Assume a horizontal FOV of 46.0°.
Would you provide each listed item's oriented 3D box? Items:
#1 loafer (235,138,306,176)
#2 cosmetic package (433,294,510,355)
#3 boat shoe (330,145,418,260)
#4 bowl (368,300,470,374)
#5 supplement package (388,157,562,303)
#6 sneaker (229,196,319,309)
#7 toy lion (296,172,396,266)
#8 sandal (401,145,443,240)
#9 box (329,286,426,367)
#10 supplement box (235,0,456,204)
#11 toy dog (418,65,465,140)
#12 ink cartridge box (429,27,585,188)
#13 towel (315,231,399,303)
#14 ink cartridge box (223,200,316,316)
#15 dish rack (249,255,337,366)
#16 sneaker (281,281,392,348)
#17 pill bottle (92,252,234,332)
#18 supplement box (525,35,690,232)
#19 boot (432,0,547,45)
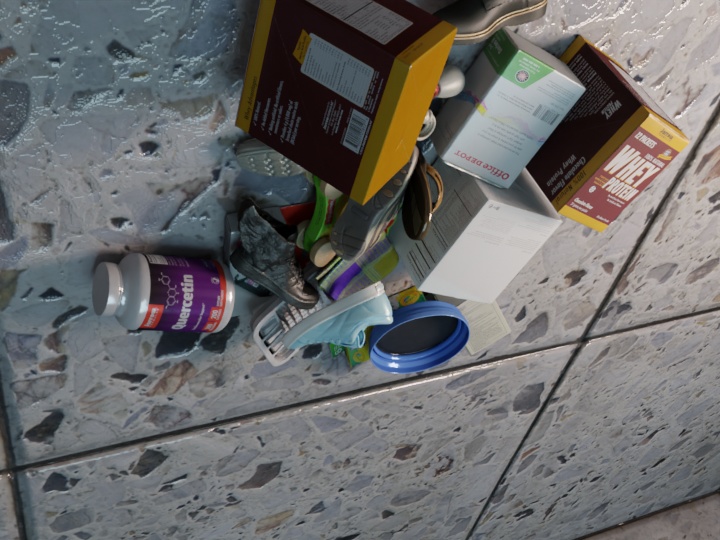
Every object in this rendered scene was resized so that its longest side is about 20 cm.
[{"bbox_3d":[-0.080,-0.181,1.209,0.195,0.071,0.070,-6,154,-2],"label":"loafer"},{"bbox_3d":[0.222,0.079,1.692,0.102,0.074,0.201,-30,143,4],"label":"cosmetic package"},{"bbox_3d":[0.024,-0.108,1.265,0.202,0.074,0.073,-56,164,17],"label":"boat shoe"},{"bbox_3d":[0.108,0.126,1.604,0.196,0.040,0.202,-11,144,-8],"label":"bowl"},{"bbox_3d":[0.187,-0.075,1.428,0.189,0.148,0.201,11,129,-39],"label":"supplement package"},{"bbox_3d":[-0.119,-0.022,1.288,0.198,0.060,0.105,31,111,-29],"label":"sneaker"},{"bbox_3d":[-0.009,-0.103,1.334,0.189,0.069,0.203,-22,139,-35],"label":"toy lion"},{"bbox_3d":[0.095,-0.120,1.275,0.053,0.202,0.083,12,123,-10],"label":"sandal"},{"bbox_3d":[0.033,0.113,1.636,0.196,0.049,0.118,-20,142,-8],"label":"box"},{"bbox_3d":[-0.023,-0.232,1.032,0.133,0.198,0.199,-45,163,-46],"label":"supplement box"},{"bbox_3d":[0.051,-0.269,1.189,0.132,0.097,0.198,-50,153,23],"label":"toy dog"},{"bbox_3d":[0.216,-0.242,1.285,0.143,0.088,0.201,18,122,-29],"label":"ink cartridge box"},{"bbox_3d":[0.000,0.000,1.411,0.143,0.023,0.200,-41,161,-3],"label":"towel"},{"bbox_3d":[-0.137,-0.017,1.380,0.170,0.044,0.202,-10,139,-20],"label":"ink cartridge box"},{"bbox_3d":[-0.103,0.060,1.444,0.199,0.043,0.172,-42,152,-11],"label":"dish rack"},{"bbox_3d":[-0.037,0.096,1.367,0.198,0.083,0.074,-28,175,23],"label":"sneaker"},{"bbox_3d":[-0.296,0.035,1.280,0.197,0.114,0.113,5,133,-36],"label":"pill bottle"},{"bbox_3d":[0.362,-0.212,1.336,0.131,0.202,0.198,15,126,-42],"label":"supplement box"},{"bbox_3d":[0.170,-0.391,1.125,0.198,0.077,0.140,-27,141,-24],"label":"boot"}]
